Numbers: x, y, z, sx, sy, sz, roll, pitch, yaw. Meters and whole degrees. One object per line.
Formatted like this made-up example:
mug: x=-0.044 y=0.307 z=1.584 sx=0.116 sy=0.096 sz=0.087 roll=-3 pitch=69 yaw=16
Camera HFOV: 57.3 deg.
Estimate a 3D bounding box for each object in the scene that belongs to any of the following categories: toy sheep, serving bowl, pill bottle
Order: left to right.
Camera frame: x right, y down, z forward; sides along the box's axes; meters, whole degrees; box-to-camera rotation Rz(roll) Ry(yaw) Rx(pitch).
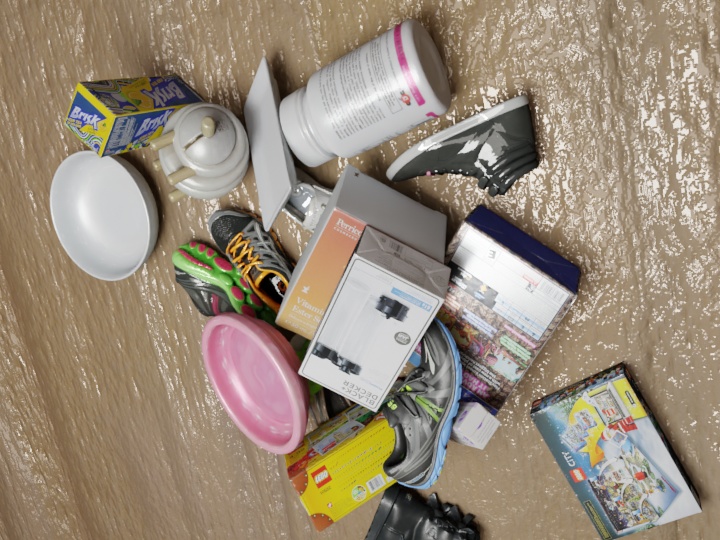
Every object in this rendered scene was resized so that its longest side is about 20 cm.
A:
serving bowl: x=-0.395 y=-0.091 z=1.047 sx=0.194 sy=0.066 sz=0.207 roll=7 pitch=109 yaw=22
toy sheep: x=-0.214 y=-0.162 z=0.897 sx=0.133 sy=0.199 sz=0.143 roll=1 pitch=85 yaw=-18
pill bottle: x=0.003 y=-0.210 z=0.814 sx=0.196 sy=0.113 sz=0.116 roll=-20 pitch=98 yaw=26

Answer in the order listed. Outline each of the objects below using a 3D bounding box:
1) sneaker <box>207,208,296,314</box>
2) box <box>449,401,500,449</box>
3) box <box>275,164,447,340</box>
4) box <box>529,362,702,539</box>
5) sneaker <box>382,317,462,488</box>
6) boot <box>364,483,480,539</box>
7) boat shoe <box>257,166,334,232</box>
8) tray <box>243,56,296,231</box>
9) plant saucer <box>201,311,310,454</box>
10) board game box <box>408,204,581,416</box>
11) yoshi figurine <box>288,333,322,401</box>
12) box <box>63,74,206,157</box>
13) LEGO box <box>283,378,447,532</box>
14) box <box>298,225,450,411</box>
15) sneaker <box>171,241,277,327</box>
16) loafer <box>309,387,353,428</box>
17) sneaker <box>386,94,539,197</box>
sneaker: x=-0.149 y=-0.013 z=0.956 sx=0.199 sy=0.077 sz=0.079 roll=43 pitch=109 yaw=4
box: x=0.126 y=0.196 z=0.851 sx=0.038 sy=0.200 sz=0.042 roll=38 pitch=79 yaw=2
box: x=0.000 y=0.000 z=0.844 sx=0.149 sy=0.108 sz=0.202 roll=25 pitch=126 yaw=-8
box: x=0.328 y=0.239 z=0.856 sx=0.135 sy=0.038 sz=0.203 roll=-30 pitch=93 yaw=28
sneaker: x=0.070 y=0.157 z=0.785 sx=0.080 sy=0.071 sz=0.206 roll=10 pitch=93 yaw=-13
boot: x=0.084 y=0.428 z=1.005 sx=0.159 sy=0.073 sz=0.203 roll=25 pitch=114 yaw=10
boat shoe: x=-0.056 y=-0.079 z=0.904 sx=0.196 sy=0.069 sz=0.072 roll=27 pitch=115 yaw=14
tray: x=-0.117 y=-0.165 z=0.867 sx=0.107 sy=0.022 sz=0.206 roll=-47 pitch=50 yaw=53
plant saucer: x=-0.134 y=0.144 z=0.880 sx=0.197 sy=0.050 sz=0.206 roll=26 pitch=131 yaw=34
board game box: x=0.158 y=0.051 z=0.838 sx=0.157 sy=0.097 sz=0.203 roll=33 pitch=116 yaw=10
yoshi figurine: x=-0.110 y=0.143 z=0.944 sx=0.197 sy=0.111 sz=0.116 roll=-24 pitch=62 yaw=38
box: x=-0.297 y=-0.214 z=0.891 sx=0.070 sy=0.200 sz=0.065 roll=40 pitch=117 yaw=5
LEGO box: x=0.001 y=0.238 z=0.885 sx=0.196 sy=0.149 sz=0.079 roll=-30 pitch=95 yaw=-10
box: x=0.013 y=0.063 z=0.777 sx=0.114 sy=0.061 sz=0.203 roll=26 pitch=127 yaw=-3
sneaker: x=-0.207 y=0.037 z=1.013 sx=0.198 sy=0.077 sz=0.085 roll=38 pitch=134 yaw=12
loafer: x=-0.024 y=0.239 z=0.980 sx=0.204 sy=0.071 sz=0.063 roll=61 pitch=152 yaw=-1
sneaker: x=0.128 y=-0.126 z=0.809 sx=0.196 sy=0.071 sz=0.102 roll=-22 pitch=92 yaw=23
